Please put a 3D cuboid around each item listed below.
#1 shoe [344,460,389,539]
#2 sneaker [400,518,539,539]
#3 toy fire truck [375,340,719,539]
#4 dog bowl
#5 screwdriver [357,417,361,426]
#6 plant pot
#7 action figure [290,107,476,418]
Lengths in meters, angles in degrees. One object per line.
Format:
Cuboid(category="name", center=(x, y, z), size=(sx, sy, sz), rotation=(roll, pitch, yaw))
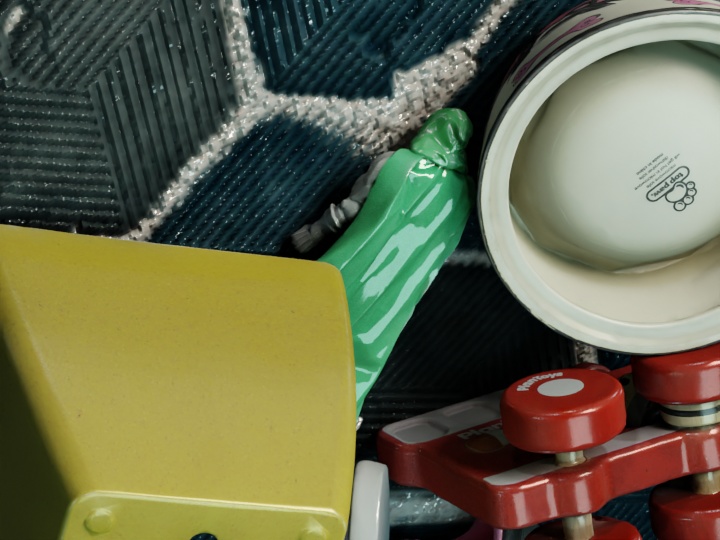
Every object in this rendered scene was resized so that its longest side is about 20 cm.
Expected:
Cuboid(category="shoe", center=(-0.038, 0.197, 1.637), size=(0.091, 0.071, 0.200), rotation=(9, 108, 6))
Cuboid(category="sneaker", center=(0.031, 0.202, 1.714), size=(0.200, 0.079, 0.095), rotation=(-35, 114, -9))
Cuboid(category="toy fire truck", center=(0.127, 0.090, 1.620), size=(0.200, 0.168, 0.112), rotation=(-18, 111, -24))
Cuboid(category="dog bowl", center=(0.154, -0.059, 1.539), size=(0.200, 0.074, 0.200), rotation=(-4, 119, -6))
Cuboid(category="screwdriver", center=(-0.068, 0.156, 1.616), size=(0.200, 0.029, 0.028), rotation=(-42, 135, 1))
Cuboid(category="plant pot", center=(-0.105, 0.117, 1.430), size=(0.200, 0.176, 0.200), rotation=(7, 120, -21))
Cuboid(category="action figure", center=(0.000, 0.000, 1.535), size=(0.118, 0.055, 0.200), rotation=(24, 107, -42))
